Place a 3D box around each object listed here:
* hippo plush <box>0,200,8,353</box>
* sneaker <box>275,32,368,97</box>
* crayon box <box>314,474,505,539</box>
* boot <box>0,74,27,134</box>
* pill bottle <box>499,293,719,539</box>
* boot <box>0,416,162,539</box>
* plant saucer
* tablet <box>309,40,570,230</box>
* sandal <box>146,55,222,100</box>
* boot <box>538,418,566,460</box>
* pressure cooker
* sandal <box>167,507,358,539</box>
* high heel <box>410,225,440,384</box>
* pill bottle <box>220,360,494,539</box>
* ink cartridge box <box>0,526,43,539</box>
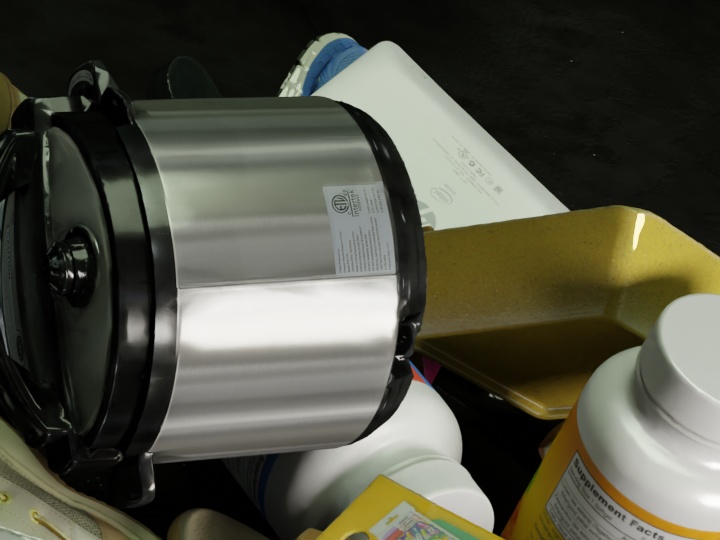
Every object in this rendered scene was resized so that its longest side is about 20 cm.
[{"bbox_3d":[-0.215,0.011,1.430,0.158,0.201,0.161,-6,39,12],"label":"hippo plush"},{"bbox_3d":[-0.021,-0.074,1.787,0.089,0.079,0.200,27,39,-2],"label":"sneaker"},{"bbox_3d":[0.052,0.186,1.291,0.199,0.052,0.126,26,52,30],"label":"crayon box"},{"bbox_3d":[-0.209,-0.056,1.592,0.174,0.067,0.200,0,-12,29],"label":"boot"},{"bbox_3d":[0.148,0.109,1.446,0.110,0.201,0.111,15,41,-13],"label":"pill bottle"},{"bbox_3d":[-0.168,0.162,1.317,0.200,0.072,0.155,40,42,-2],"label":"boot"},{"bbox_3d":[0.116,0.032,1.520,0.199,0.049,0.200,-7,-24,38],"label":"plant saucer"},{"bbox_3d":[0.044,-0.039,1.708,0.200,0.014,0.130,44,60,11],"label":"tablet"},{"bbox_3d":[-0.050,-0.035,1.619,0.201,0.048,0.075,57,26,-16],"label":"sandal"},{"bbox_3d":[0.160,0.065,1.671,0.174,0.066,0.200,26,34,22],"label":"boot"},{"bbox_3d":[-0.088,0.002,1.349,0.199,0.179,0.176,-4,38,-26],"label":"pressure cooker"},{"bbox_3d":[-0.004,0.160,1.374,0.199,0.054,0.080,30,21,-18],"label":"sandal"},{"bbox_3d":[0.000,0.000,1.577,0.067,0.200,0.097,-5,67,17],"label":"high heel"},{"bbox_3d":[-0.016,0.082,1.493,0.112,0.113,0.200,-6,39,-36],"label":"pill bottle"},{"bbox_3d":[-0.126,0.230,1.108,0.145,0.201,0.147,18,30,-3],"label":"ink cartridge box"}]
